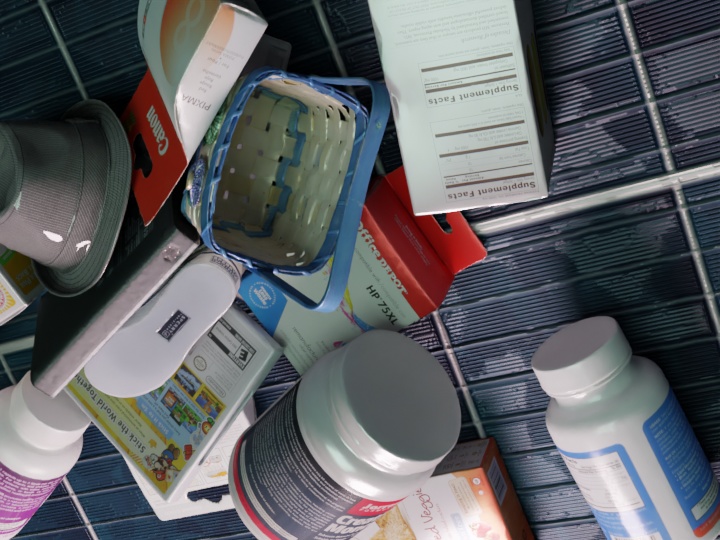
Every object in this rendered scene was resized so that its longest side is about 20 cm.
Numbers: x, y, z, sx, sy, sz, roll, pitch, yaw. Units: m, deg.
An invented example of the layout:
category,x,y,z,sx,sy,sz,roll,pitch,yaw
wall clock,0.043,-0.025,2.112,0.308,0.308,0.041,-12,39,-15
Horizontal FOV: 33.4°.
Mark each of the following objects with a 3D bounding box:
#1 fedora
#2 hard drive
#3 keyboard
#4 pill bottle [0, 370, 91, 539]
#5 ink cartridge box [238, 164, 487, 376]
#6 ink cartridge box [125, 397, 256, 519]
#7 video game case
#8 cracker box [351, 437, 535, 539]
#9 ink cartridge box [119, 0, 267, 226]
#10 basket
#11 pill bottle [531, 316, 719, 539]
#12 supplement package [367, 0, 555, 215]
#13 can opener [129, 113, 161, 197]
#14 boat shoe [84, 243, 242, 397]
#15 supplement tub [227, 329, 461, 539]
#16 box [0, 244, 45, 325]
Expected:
category,x,y,z,sx,sy,sz,roll,pitch,yaw
fedora,-0.284,-0.073,1.060,0.090,0.200,0.179,13,105,-33
hard drive,-0.223,0.004,1.079,0.033,0.140,0.200,37,108,-28
keyboard,-0.109,-0.120,1.084,0.056,0.011,0.202,24,121,13
pill bottle,-0.362,0.192,1.268,0.112,0.112,0.200,41,122,-3
ink cartridge box,0.000,0.000,1.069,0.199,0.067,0.117,-31,102,29
ink cartridge box,-0.174,0.150,1.214,0.161,0.050,0.201,-15,114,24
video game case,-0.190,0.083,1.129,0.200,0.023,0.183,41,103,23
cracker box,0.059,0.251,1.179,0.198,0.058,0.135,-16,108,26
ink cartridge box,-0.162,-0.164,0.982,0.050,0.163,0.201,21,116,-35
basket,-0.057,-0.072,0.962,0.199,0.138,0.178,19,95,49
pill bottle,0.228,0.144,1.034,0.111,0.112,0.201,-21,106,27
supplement package,0.081,-0.161,0.931,0.108,0.114,0.202,-7,114,16
can opener,-0.210,-0.109,1.096,0.053,0.067,0.200,45,126,-5
boat shoe,-0.171,0.043,1.076,0.199,0.066,0.074,-35,109,28
supplement tub,-0.017,0.155,1.058,0.140,0.141,0.200,42,132,-4
box,-0.384,-0.048,1.156,0.101,0.113,0.201,-28,104,29
